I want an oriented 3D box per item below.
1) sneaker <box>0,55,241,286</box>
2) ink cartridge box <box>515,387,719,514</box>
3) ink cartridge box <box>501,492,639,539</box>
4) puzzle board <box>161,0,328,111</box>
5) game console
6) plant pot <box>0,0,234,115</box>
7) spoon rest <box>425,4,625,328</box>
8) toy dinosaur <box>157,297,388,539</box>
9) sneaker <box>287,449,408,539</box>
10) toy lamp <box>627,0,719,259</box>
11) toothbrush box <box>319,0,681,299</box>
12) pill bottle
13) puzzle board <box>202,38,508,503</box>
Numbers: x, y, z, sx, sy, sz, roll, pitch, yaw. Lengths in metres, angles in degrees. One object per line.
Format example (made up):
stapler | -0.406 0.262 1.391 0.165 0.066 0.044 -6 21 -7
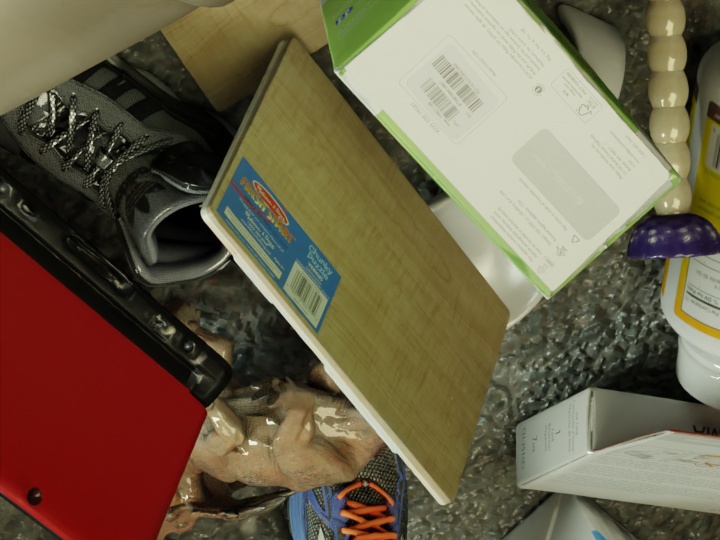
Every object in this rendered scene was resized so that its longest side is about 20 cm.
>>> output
sneaker | -0.127 -0.060 1.156 0.199 0.114 0.076 27 109 -29
ink cartridge box | 0.216 0.101 1.337 0.199 0.045 0.176 9 161 -22
ink cartridge box | 0.181 0.231 1.422 0.068 0.116 0.200 -44 122 11
puzzle board | -0.028 -0.190 1.170 0.199 0.017 0.151 -33 123 3
game console | -0.173 0.029 1.147 0.119 0.172 0.200 -49 123 -5
plant pot | -0.157 -0.162 1.049 0.173 0.201 0.200 -40 123 20
spoon rest | 0.083 -0.043 1.265 0.099 0.061 0.201 19 112 -26
toy dinosaur | -0.045 0.093 1.264 0.199 0.086 0.136 0 129 22
sneaker | 0.003 0.175 1.317 0.075 0.078 0.202 6 78 -24
toy lamp | 0.161 -0.108 1.213 0.058 0.058 0.202 -6 93 -14
toothbrush box | 0.060 -0.090 1.107 0.086 0.200 0.146 -41 105 10
pill bottle | 0.227 -0.023 1.291 0.108 0.109 0.201 -3 121 -15
puzzle board | 0.000 0.000 1.173 0.017 0.151 0.200 -24 117 32
